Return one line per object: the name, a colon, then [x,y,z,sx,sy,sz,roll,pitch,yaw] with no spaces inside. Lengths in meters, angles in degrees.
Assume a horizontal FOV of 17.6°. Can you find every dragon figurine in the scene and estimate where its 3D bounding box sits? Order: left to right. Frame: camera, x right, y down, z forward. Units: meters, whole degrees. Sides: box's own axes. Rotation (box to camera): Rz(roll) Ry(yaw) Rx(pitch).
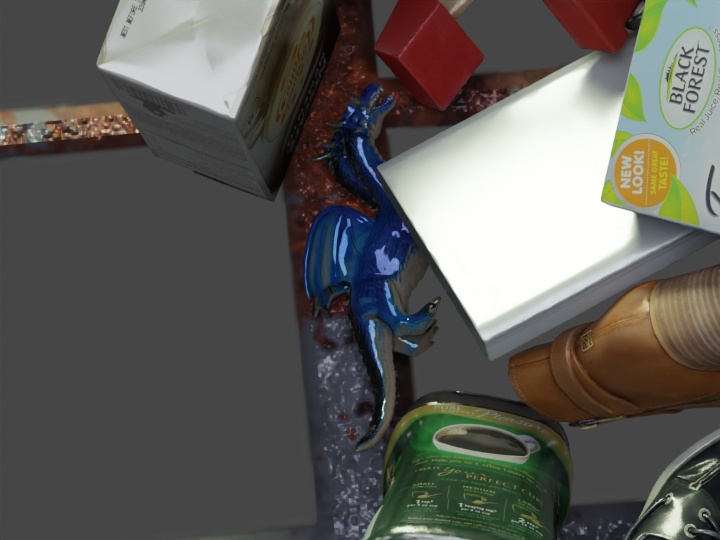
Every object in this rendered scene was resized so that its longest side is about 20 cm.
dragon figurine: [0.000,0.000,1.277,0.099,0.059,0.201,17,77,7]

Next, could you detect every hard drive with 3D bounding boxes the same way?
hard drive: [0.124,-0.051,1.220,0.199,0.026,0.132,-28,55,-5]

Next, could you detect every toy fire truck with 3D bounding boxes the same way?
toy fire truck: [0.111,-0.174,1.268,0.049,0.141,0.200,46,73,-34]

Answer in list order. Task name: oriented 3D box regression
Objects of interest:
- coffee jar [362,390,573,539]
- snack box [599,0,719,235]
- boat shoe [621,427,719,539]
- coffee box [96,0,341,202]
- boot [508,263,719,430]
coffee jar: [0.055,0.132,1.188,0.104,0.200,0.086,10,110,5]
snack box: [0.228,-0.076,1.114,0.199,0.053,0.143,17,98,27]
boat shoe: [0.163,0.153,1.187,0.199,0.066,0.075,-36,111,-2]
coffee box: [-0.070,-0.120,1.229,0.079,0.200,0.115,20,83,6]
boot: [0.189,0.057,1.242,0.155,0.199,0.077,-23,65,34]
